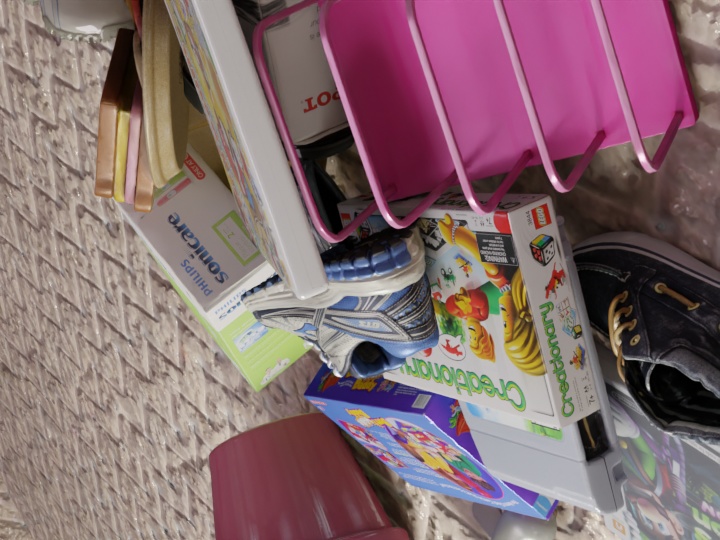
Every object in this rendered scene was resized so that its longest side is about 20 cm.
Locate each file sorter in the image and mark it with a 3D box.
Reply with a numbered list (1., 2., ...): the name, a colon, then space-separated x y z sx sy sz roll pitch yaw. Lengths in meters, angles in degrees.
1. file sorter: 0.060 -0.107 0.699 0.198 0.125 0.140 -12 106 28

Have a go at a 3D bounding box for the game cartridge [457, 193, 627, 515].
1. game cartridge: 0.099 0.050 0.823 0.133 0.040 0.202 10 118 64

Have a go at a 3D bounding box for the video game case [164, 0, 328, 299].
1. video game case: -0.076 -0.095 0.768 0.182 0.023 0.202 -139 29 -73

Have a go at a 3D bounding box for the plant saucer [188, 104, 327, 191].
1. plant saucer: -0.086 -0.136 1.081 0.200 0.048 0.201 46 146 28

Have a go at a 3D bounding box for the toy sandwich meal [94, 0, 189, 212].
1. toy sandwich meal: -0.174 -0.154 1.006 0.205 0.069 0.208 -179 90 -88

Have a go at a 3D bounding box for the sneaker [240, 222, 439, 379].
1. sneaker: -0.014 0.032 0.825 0.200 0.076 0.086 -14 101 65

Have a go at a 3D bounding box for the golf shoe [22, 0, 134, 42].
1. golf shoe: -0.286 -0.291 1.256 0.200 0.078 0.098 38 137 35

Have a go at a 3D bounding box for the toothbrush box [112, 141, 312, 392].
1. toothbrush box: -0.123 0.001 1.148 0.146 0.086 0.200 48 172 24

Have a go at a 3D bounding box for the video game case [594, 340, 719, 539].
1. video game case: 0.223 0.154 0.809 0.199 0.023 0.183 33 151 42

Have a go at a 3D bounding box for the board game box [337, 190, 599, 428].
1. board game box: 0.060 0.016 0.792 0.199 0.034 0.128 7 116 61

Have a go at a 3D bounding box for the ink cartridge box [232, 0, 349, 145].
1. ink cartridge box: -0.025 -0.203 0.823 0.084 0.145 0.202 30 137 50

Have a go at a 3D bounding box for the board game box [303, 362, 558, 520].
1. board game box: 0.055 0.125 1.001 0.134 0.045 0.199 42 161 -21

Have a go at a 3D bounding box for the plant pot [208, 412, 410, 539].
1. plant pot: -0.060 0.242 1.228 0.200 0.198 0.181 -51 54 59

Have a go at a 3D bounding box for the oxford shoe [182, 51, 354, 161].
1. oxford shoe: -0.075 -0.140 0.938 0.199 0.072 0.085 35 139 40

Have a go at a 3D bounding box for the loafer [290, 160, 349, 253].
1. loafer: 0.000 0.000 1.012 0.070 0.068 0.201 -32 106 30

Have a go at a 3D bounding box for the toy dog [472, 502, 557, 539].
1. toy dog: 0.115 0.248 1.058 0.199 0.096 0.133 -31 84 47

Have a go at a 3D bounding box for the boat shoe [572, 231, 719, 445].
1. boat shoe: 0.170 0.035 0.760 0.199 0.090 0.072 22 132 50
